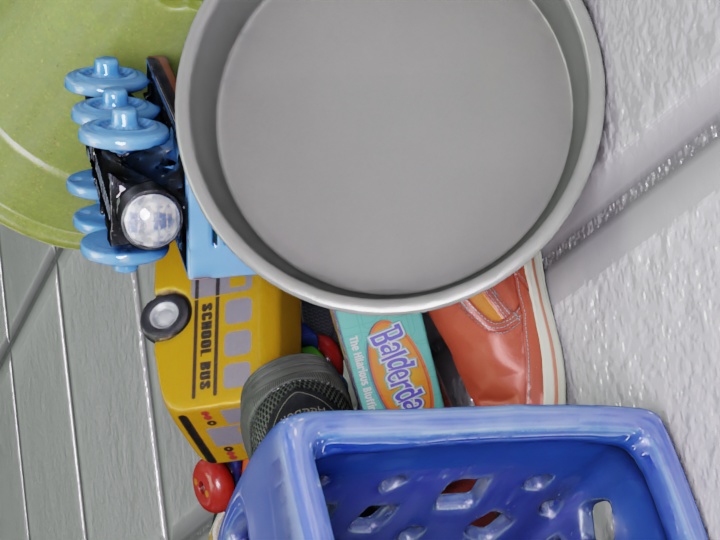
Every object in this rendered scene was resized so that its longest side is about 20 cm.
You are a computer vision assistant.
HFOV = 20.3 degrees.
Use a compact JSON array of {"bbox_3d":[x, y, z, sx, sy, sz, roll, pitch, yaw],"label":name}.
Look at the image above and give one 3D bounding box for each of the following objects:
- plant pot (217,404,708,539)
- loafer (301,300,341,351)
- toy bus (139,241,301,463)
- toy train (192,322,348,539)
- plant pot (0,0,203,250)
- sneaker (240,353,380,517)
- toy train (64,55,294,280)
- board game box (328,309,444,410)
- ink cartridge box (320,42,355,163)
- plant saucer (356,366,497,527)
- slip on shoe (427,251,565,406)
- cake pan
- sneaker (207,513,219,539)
[{"bbox_3d":[0.032,0.183,0.837,0.180,0.198,0.202,-48,49,48],"label":"plant pot"},{"bbox_3d":[-0.028,-0.047,1.233,0.063,0.071,0.202,-135,42,-69],"label":"loafer"},{"bbox_3d":[-0.076,0.004,1.136,0.065,0.078,0.202,63,-159,-54],"label":"toy bus"},{"bbox_3d":[-0.039,0.144,1.183,0.116,0.084,0.202,43,135,46],"label":"toy train"},{"bbox_3d":[-0.147,-0.146,1.215,0.190,0.199,0.202,-44,50,42],"label":"plant pot"},{"bbox_3d":[-0.015,0.153,1.050,0.115,0.075,0.201,-110,10,-53],"label":"sneaker"},{"bbox_3d":[-0.094,-0.056,1.051,0.200,0.113,0.088,-121,31,-68],"label":"toy train"},{"bbox_3d":[0.000,0.000,1.088,0.201,0.045,0.153,-108,3,-53],"label":"board game box"},{"bbox_3d":[-0.013,-0.119,1.065,0.162,0.057,0.202,34,-135,-60],"label":"ink cartridge box"},{"bbox_3d":[0.026,0.169,1.158,0.201,0.036,0.201,-112,27,-43],"label":"plant saucer"},{"bbox_3d":[0.059,0.020,0.996,0.074,0.061,0.202,155,109,-68],"label":"slip on shoe"},{"bbox_3d":[0.014,-0.076,0.935,0.037,0.198,0.202,56,-154,-77],"label":"cake pan"},{"bbox_3d":[-0.060,0.135,1.380,0.088,0.075,0.201,-93,14,-53],"label":"sneaker"}]
